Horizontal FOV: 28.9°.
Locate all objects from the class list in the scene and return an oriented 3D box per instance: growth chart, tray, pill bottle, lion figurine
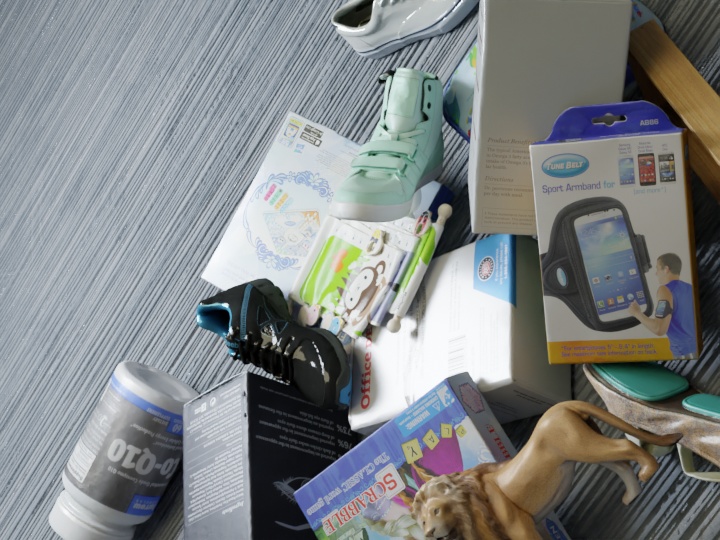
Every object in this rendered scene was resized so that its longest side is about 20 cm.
[{"bbox_3d":[0.000,0.000,1.319,0.200,0.018,0.145,9,75,54],"label":"growth chart"},{"bbox_3d":[0.277,-0.106,1.109,0.037,0.099,0.200,-30,46,6],"label":"tray"},{"bbox_3d":[-0.266,0.214,1.577,0.114,0.114,0.200,35,99,51],"label":"pill bottle"},{"bbox_3d":[0.138,0.158,1.065,0.122,0.072,0.200,45,102,17],"label":"lion figurine"}]

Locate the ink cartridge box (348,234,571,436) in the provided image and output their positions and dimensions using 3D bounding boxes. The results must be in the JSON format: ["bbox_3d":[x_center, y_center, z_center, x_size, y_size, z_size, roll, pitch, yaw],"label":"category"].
[{"bbox_3d":[0.087,0.066,1.258,0.200,0.084,0.145,-22,55,42],"label":"ink cartridge box"}]

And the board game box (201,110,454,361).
[{"bbox_3d":[-0.036,-0.034,1.420,0.200,0.043,0.199,29,89,28],"label":"board game box"}]

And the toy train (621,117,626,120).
[{"bbox_3d":[0.230,-0.043,1.169,0.056,0.042,0.201,117,160,-66],"label":"toy train"}]

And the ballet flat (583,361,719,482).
[{"bbox_3d":[0.242,0.120,1.070,0.200,0.068,0.067,25,119,54],"label":"ballet flat"}]

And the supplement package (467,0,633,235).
[{"bbox_3d":[0.152,-0.141,1.158,0.117,0.117,0.201,-82,-6,-66],"label":"supplement package"}]

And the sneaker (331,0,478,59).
[{"bbox_3d":[0.049,-0.285,1.492,0.200,0.071,0.073,-25,54,41],"label":"sneaker"}]

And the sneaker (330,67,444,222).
[{"bbox_3d":[0.023,-0.120,1.272,0.074,0.200,0.119,8,115,19],"label":"sneaker"}]

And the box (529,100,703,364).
[{"bbox_3d":[0.198,-0.028,1.086,0.119,0.041,0.201,-4,101,20],"label":"box"}]

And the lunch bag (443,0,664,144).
[{"bbox_3d":[0.175,-0.185,1.289,0.200,0.082,0.161,-53,43,18],"label":"lunch bag"}]

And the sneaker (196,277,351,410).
[{"bbox_3d":[-0.081,0.078,1.321,0.200,0.082,0.073,36,128,45],"label":"sneaker"}]

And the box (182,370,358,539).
[{"bbox_3d":[-0.083,0.218,1.331,0.104,0.148,0.200,-30,50,37],"label":"box"}]

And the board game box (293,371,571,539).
[{"bbox_3d":[0.064,0.222,1.174,0.200,0.041,0.200,-41,72,30],"label":"board game box"}]
